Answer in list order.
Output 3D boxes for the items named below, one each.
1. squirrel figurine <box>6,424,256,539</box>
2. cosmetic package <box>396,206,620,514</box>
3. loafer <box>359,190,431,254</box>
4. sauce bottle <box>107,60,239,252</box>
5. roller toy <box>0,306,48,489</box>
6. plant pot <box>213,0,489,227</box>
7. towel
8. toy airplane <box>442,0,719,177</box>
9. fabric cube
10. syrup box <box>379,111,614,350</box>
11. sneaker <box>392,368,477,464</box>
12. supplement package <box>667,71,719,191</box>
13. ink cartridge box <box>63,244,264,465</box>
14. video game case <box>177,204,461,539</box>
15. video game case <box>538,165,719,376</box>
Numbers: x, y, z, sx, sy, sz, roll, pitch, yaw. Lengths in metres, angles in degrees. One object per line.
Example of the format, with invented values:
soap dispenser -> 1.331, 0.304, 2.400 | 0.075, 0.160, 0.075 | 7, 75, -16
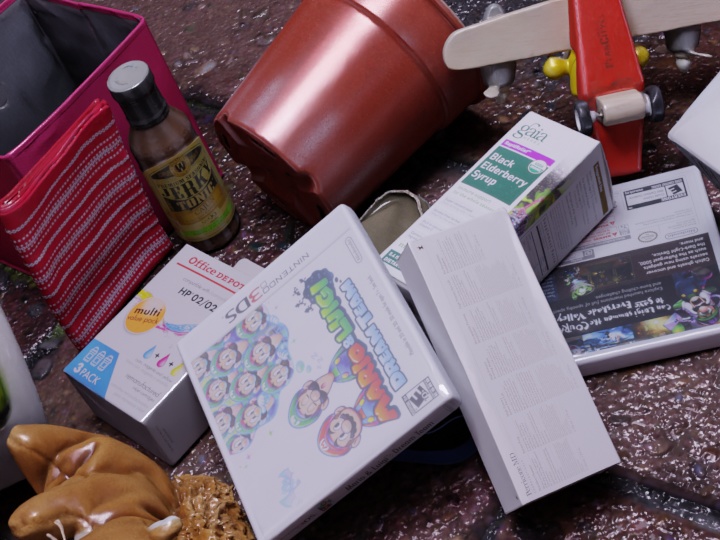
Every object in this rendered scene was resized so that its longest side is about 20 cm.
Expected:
squirrel figurine -> -0.147, 0.195, 0.937 | 0.186, 0.198, 0.143 | 4, 87, 64
cosmetic package -> 0.103, 0.064, 0.963 | 0.082, 0.051, 0.202 | -19, 77, -18
loafer -> 0.000, 0.000, 1.139 | 0.075, 0.070, 0.201 | 11, 54, 32
sauce bottle -> -0.172, -0.102, 1.220 | 0.064, 0.201, 0.065 | -13, 47, 14
roller toy -> -0.348, 0.105, 1.103 | 0.139, 0.201, 0.183 | -23, 47, -20
plant pot -> -0.018, -0.155, 1.221 | 0.200, 0.201, 0.196 | 30, 73, 41
towel -> -0.239, -0.037, 1.189 | 0.022, 0.201, 0.145 | 20, 58, 28
toy airplane -> 0.197, -0.205, 1.149 | 0.199, 0.141, 0.200 | 33, 88, 3
fabric cube -> -0.289, -0.120, 1.291 | 0.199, 0.200, 0.197 | 19, 57, 36
syrup box -> 0.109, -0.029, 1.077 | 0.200, 0.082, 0.078 | -44, 48, -18
sneaker -> -0.007, 0.112, 1.029 | 0.198, 0.078, 0.071 | -10, 45, 15
supplement package -> 0.374, -0.091, 0.962 | 0.192, 0.147, 0.200 | -50, 44, 8
ink cartridge box -> -0.142, 0.054, 1.152 | 0.115, 0.068, 0.200 | 24, 62, 38
video game case -> -0.038, 0.076, 1.005 | 0.182, 0.024, 0.201 | -39, 53, 12
video game case -> 0.194, 0.005, 1.083 | 0.198, 0.023, 0.183 | -13, 44, 11
